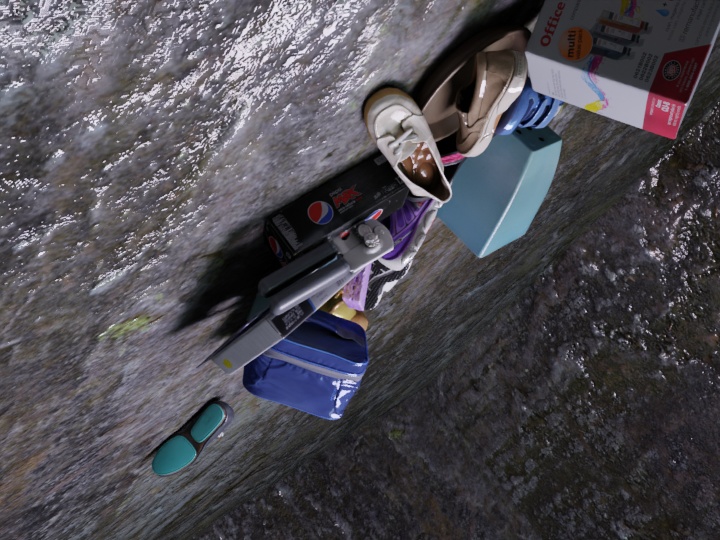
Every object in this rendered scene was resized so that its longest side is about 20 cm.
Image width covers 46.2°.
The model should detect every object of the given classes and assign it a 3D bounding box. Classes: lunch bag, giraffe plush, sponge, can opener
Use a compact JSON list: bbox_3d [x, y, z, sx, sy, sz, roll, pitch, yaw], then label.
[{"bbox_3d":[-0.090,0.124,1.317,0.136,0.198,0.134,-102,-146,-64],"label":"lunch bag"},{"bbox_3d":[-0.059,0.101,1.480,0.199,0.173,0.163,29,106,-37],"label":"giraffe plush"},{"bbox_3d":[0.000,0.000,1.317,0.200,0.029,0.113,72,29,-83],"label":"sponge"},{"bbox_3d":[-0.040,-0.004,1.079,0.199,0.053,0.067,-30,164,-28],"label":"can opener"}]

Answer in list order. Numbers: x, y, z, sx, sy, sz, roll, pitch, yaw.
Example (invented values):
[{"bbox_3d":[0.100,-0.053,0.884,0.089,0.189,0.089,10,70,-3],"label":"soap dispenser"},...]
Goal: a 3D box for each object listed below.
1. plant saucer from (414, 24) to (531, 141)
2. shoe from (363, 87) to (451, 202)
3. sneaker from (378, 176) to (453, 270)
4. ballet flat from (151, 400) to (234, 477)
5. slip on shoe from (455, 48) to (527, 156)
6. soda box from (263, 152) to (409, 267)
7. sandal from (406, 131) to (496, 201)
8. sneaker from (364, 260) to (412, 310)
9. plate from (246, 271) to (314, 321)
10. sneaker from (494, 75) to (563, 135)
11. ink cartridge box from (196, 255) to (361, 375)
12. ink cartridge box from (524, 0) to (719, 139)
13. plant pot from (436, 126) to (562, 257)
[{"bbox_3d":[0.139,-0.244,1.096,0.199,0.030,0.200,-36,165,-11],"label":"plant saucer"},{"bbox_3d":[0.065,-0.149,1.038,0.070,0.054,0.200,-38,143,3],"label":"shoe"},{"bbox_3d":[0.072,-0.101,1.216,0.202,0.083,0.081,-63,-169,-19],"label":"sneaker"},{"bbox_3d":[-0.318,0.327,1.636,0.200,0.073,0.073,-44,165,10],"label":"ballet flat"},{"bbox_3d":[0.146,-0.208,1.057,0.060,0.077,0.200,7,163,-9],"label":"slip on shoe"},{"bbox_3d":[-0.030,-0.077,1.118,0.199,0.064,0.071,-32,165,-22],"label":"soda box"},{"bbox_3d":[0.127,-0.179,1.192,0.200,0.075,0.045,-43,161,-12],"label":"sandal"},{"bbox_3d":[0.047,-0.010,1.534,0.080,0.074,0.200,-45,177,-40],"label":"sneaker"},{"bbox_3d":[-0.090,0.001,1.204,0.199,0.026,0.200,-38,-175,4],"label":"plate"},{"bbox_3d":[0.241,-0.236,1.172,0.074,0.082,0.200,-46,-176,46],"label":"sneaker"},{"bbox_3d":[-0.110,0.064,1.171,0.200,0.047,0.198,-37,-175,46],"label":"ink cartridge box"},{"bbox_3d":[0.317,-0.275,1.021,0.147,0.198,0.145,-67,162,0],"label":"ink cartridge box"},{"bbox_3d":[0.230,-0.156,1.377,0.141,0.141,0.201,-25,153,-42],"label":"plant pot"}]
